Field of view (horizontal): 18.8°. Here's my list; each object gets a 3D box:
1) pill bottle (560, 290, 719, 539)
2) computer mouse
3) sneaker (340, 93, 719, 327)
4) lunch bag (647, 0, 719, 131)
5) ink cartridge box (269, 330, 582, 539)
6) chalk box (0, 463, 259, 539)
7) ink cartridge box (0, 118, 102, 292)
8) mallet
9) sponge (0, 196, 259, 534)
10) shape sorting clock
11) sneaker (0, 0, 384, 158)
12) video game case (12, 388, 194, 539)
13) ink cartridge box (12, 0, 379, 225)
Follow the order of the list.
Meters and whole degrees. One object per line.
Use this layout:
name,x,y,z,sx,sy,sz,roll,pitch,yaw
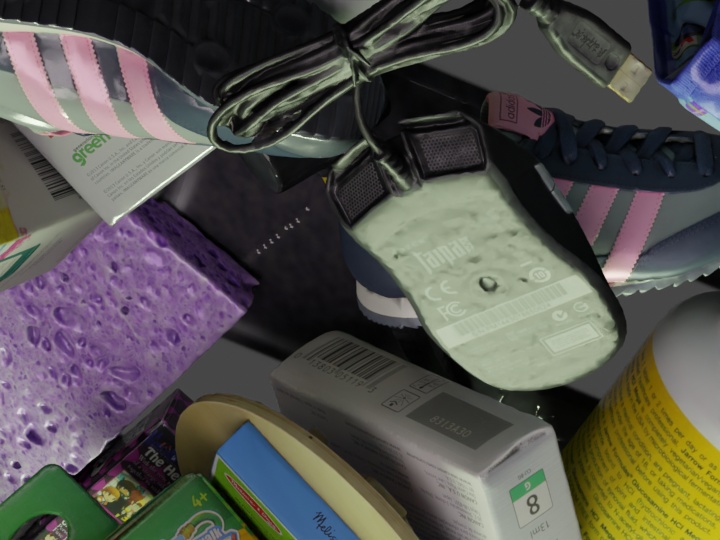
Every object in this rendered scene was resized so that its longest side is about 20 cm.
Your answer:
pill bottle,0.153,0.084,0.938,0.112,0.113,0.200,29,122,-6
computer mouse,0.053,-0.041,0.791,0.140,0.046,0.200,-28,128,28
sneaker,0.087,-0.036,0.879,0.199,0.070,0.082,-14,118,5
lunch bag,0.180,-0.064,0.792,0.150,0.200,0.094,34,122,-9
ink cartridge box,0.042,0.138,0.965,0.161,0.050,0.201,21,136,52
chalk box,-0.091,0.175,0.957,0.200,0.124,0.124,48,159,2
ink cartridge box,-0.193,-0.039,0.875,0.067,0.200,0.116,-39,84,29
mallet,0.000,0.000,0.955,0.066,0.041,0.201,-29,122,-18
sponge,-0.151,0.036,1.026,0.111,0.030,0.200,40,121,-12
shape sorting clock,-0.010,0.135,0.957,0.200,0.039,0.200,41,157,22
sneaker,-0.091,-0.079,0.834,0.199,0.070,0.082,18,146,-3
video game case,-0.079,0.178,1.092,0.200,0.036,0.181,42,120,-13
ink cartridge box,-0.081,-0.148,0.868,0.200,0.084,0.176,-34,109,27
